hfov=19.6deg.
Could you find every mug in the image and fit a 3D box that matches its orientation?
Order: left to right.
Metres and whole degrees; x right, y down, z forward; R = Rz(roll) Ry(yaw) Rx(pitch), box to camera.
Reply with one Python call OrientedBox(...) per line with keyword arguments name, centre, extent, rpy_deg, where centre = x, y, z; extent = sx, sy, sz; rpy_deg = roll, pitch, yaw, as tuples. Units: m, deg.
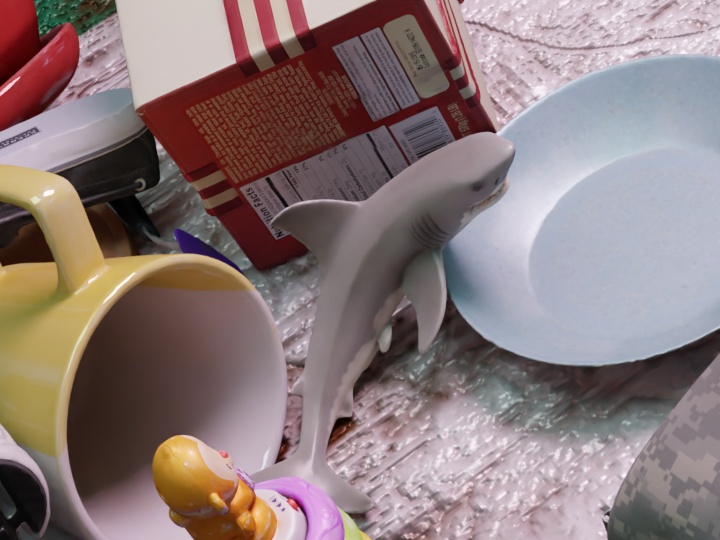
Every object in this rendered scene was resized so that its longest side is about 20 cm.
OrientedBox(name="mug", centre=(-0.139, 0.041, 1.040), extent=(0.152, 0.149, 0.188), rpy_deg=(9, 97, 43))

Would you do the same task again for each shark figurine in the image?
OrientedBox(name="shark figurine", centre=(-0.012, 0.013, 1.032), extent=(0.216, 0.089, 0.128), rpy_deg=(-62, 21, 3))

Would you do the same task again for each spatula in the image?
OrientedBox(name="spatula", centre=(-0.109, -0.020, 1.169), extent=(0.021, 0.056, 0.200), rpy_deg=(-55, 38, 1))

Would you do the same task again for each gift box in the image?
OrientedBox(name="gift box", centre=(-0.018, -0.140, 1.134), extent=(0.199, 0.185, 0.188), rpy_deg=(-21, 52, 6))

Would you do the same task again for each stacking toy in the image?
OrientedBox(name="stacking toy", centre=(-0.033, 0.130, 0.867), extent=(0.110, 0.201, 0.116), rpy_deg=(-38, 42, -8))

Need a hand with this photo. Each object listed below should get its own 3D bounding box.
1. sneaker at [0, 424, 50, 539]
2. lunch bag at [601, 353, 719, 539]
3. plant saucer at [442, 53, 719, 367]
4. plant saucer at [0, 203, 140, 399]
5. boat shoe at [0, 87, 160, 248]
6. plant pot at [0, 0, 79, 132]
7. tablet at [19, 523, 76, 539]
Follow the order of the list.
OrientedBox(name="sneaker", centre=(-0.238, 0.124, 0.923), extent=(0.199, 0.076, 0.081), rpy_deg=(-25, 38, -13))
OrientedBox(name="lunch bag", centre=(0.207, 0.103, 0.800), extent=(0.167, 0.140, 0.200), rpy_deg=(-39, 42, -10))
OrientedBox(name="plant saucer", centre=(0.138, -0.023, 1.032), extent=(0.199, 0.039, 0.202), rpy_deg=(-16, 45, 17))
OrientedBox(name="plant saucer", centre=(-0.219, 0.028, 1.193), extent=(0.199, 0.032, 0.201), rpy_deg=(-16, 46, 17))
OrientedBox(name="boat shoe", centre=(-0.204, -0.040, 1.155), extent=(0.199, 0.057, 0.069), rpy_deg=(-22, 25, -9))
OrientedBox(name="plant pot", centre=(-0.284, -0.137, 1.241), extent=(0.200, 0.183, 0.201), rpy_deg=(-36, 13, 10))
OrientedBox(name="tablet", centre=(-0.200, 0.200, 1.034), extent=(0.129, 0.014, 0.201), rpy_deg=(0, 51, 29))
